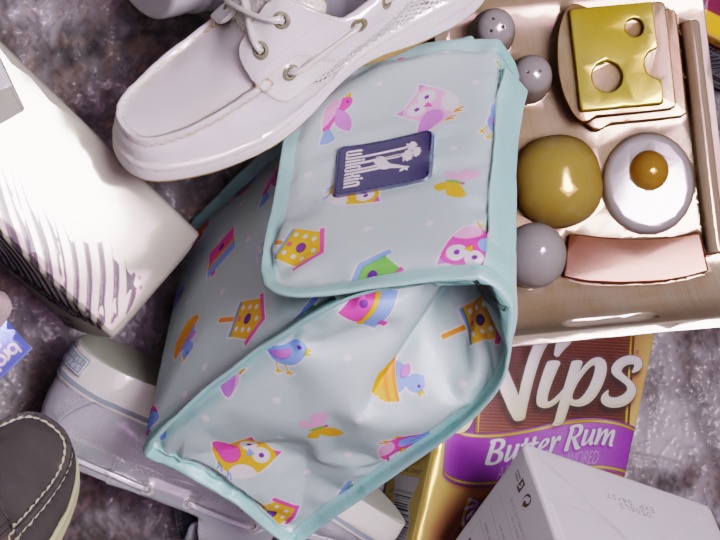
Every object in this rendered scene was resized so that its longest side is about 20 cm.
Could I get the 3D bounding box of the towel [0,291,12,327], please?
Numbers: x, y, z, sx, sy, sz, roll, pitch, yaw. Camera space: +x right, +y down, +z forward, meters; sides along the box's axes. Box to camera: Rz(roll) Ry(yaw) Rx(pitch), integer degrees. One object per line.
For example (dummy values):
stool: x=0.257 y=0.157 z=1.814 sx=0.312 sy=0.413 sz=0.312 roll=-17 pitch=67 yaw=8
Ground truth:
towel: x=-0.221 y=0.077 z=0.869 sx=0.032 sy=0.191 sz=0.200 roll=41 pitch=86 yaw=-3

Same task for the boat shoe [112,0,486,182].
boat shoe: x=-0.032 y=-0.116 z=0.958 sx=0.199 sy=0.071 sz=0.069 roll=-34 pitch=146 yaw=-10

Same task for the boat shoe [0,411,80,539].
boat shoe: x=-0.189 y=0.119 z=0.915 sx=0.072 sy=0.066 sz=0.201 roll=32 pitch=45 yaw=17

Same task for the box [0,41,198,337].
box: x=-0.175 y=-0.059 z=0.988 sx=0.200 sy=0.082 sz=0.068 roll=44 pitch=76 yaw=-17

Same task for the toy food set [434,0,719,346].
toy food set: x=0.116 y=-0.066 z=1.060 sx=0.142 sy=0.060 sz=0.202 roll=-6 pitch=86 yaw=-3

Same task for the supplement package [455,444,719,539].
supplement package: x=0.090 y=0.210 z=1.042 sx=0.121 sy=0.120 sz=0.201 roll=19 pitch=120 yaw=-25

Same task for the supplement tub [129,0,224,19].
supplement tub: x=-0.025 y=-0.207 z=1.025 sx=0.199 sy=0.132 sz=0.133 roll=-20 pitch=99 yaw=-22

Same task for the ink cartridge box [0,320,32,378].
ink cartridge box: x=-0.260 y=0.001 z=0.972 sx=0.119 sy=0.042 sz=0.200 roll=-44 pitch=105 yaw=-15

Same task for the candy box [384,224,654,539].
candy box: x=0.083 y=0.081 z=1.121 sx=0.116 sy=0.056 sz=0.202 roll=14 pitch=84 yaw=-23

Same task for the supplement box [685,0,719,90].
supplement box: x=0.235 y=-0.200 z=1.166 sx=0.110 sy=0.086 sz=0.201 roll=23 pitch=82 yaw=-22

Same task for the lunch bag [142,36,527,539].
lunch bag: x=0.000 y=0.000 z=0.973 sx=0.122 sy=0.200 sz=0.171 roll=32 pitch=38 yaw=-21

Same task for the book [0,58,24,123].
book: x=-0.243 y=-0.128 z=0.902 sx=0.133 sy=0.048 sz=0.201 roll=-25 pitch=70 yaw=-6

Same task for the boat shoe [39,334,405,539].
boat shoe: x=-0.072 y=0.102 z=1.052 sx=0.200 sy=0.070 sz=0.072 roll=28 pitch=100 yaw=-24
